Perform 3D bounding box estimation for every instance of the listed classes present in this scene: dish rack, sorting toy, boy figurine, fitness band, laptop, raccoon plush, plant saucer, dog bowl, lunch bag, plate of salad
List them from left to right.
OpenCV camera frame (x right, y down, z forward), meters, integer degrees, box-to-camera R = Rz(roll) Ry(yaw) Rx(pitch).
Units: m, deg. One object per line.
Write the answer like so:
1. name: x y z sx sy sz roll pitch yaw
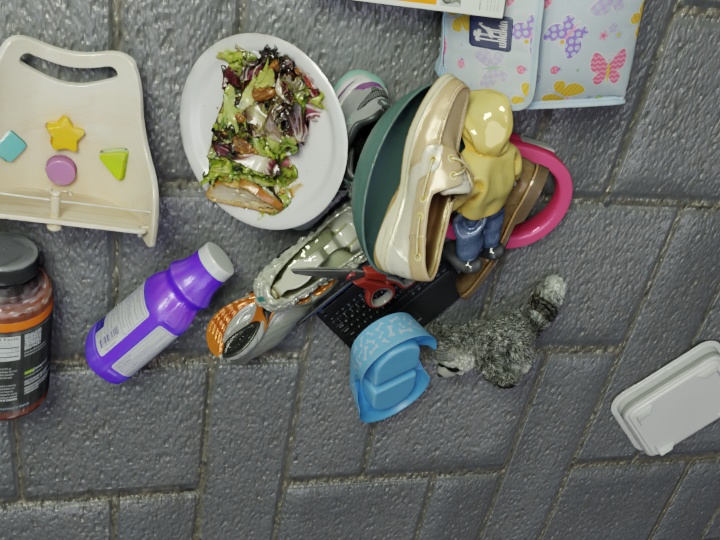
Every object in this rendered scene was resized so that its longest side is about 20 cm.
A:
1. sorting toy: -0.293 -0.134 0.842 0.196 0.107 0.183 6 116 -20
2. plate of salad: -0.106 -0.135 0.862 0.197 0.048 0.204 10 114 22
3. dog bowl: 0.037 0.126 1.115 0.110 0.050 0.201 -23 149 -17
4. laptop: 0.036 0.042 1.049 0.176 0.104 0.200 -37 125 8
5. plant saucer: 0.045 -0.097 0.873 0.200 0.036 0.203 -41 143 -41
6. boy figurine: 0.122 -0.093 0.896 0.123 0.064 0.203 -30 136 -29
7. raccoon plush: 0.172 0.065 1.148 0.133 0.096 0.202 32 82 -21
8. fitness band: 0.166 -0.096 1.037 0.196 0.038 0.145 10 122 -21
9. lunch bag: 0.180 -0.259 0.869 0.196 0.128 0.172 -1 126 -4
10. dish rack: 0.516 0.216 1.363 0.199 0.044 0.172 -35 126 9

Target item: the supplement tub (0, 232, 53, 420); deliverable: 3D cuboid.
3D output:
1. supplement tub: -0.396 0.060 0.941 0.105 0.108 0.203 4 123 -19

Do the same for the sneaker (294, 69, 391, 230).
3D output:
1. sneaker: -0.024 -0.103 0.908 0.077 0.141 0.202 15 119 -25

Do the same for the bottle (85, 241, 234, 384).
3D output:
1. bottle: -0.234 0.046 0.993 0.199 0.084 0.065 -39 126 12

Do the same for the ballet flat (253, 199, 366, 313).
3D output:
1. ballet flat: -0.037 -0.019 0.978 0.199 0.072 0.072 -39 129 -8

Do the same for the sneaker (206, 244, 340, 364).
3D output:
1. sneaker: -0.098 0.041 1.049 0.199 0.076 0.092 -36 160 -4

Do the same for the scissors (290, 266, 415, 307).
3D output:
1. scissors: 0.000 0.000 0.932 0.073 0.014 0.199 -40 149 15

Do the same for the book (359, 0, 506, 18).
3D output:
1. book: 0.045 -0.316 0.780 0.196 0.048 0.136 11 121 10

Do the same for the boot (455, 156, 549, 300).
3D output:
1. boot: 0.148 -0.054 1.015 0.074 0.074 0.202 24 124 1

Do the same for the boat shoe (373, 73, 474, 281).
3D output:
1. boat shoe: 0.077 -0.086 0.825 0.073 0.068 0.204 -2 111 -60
